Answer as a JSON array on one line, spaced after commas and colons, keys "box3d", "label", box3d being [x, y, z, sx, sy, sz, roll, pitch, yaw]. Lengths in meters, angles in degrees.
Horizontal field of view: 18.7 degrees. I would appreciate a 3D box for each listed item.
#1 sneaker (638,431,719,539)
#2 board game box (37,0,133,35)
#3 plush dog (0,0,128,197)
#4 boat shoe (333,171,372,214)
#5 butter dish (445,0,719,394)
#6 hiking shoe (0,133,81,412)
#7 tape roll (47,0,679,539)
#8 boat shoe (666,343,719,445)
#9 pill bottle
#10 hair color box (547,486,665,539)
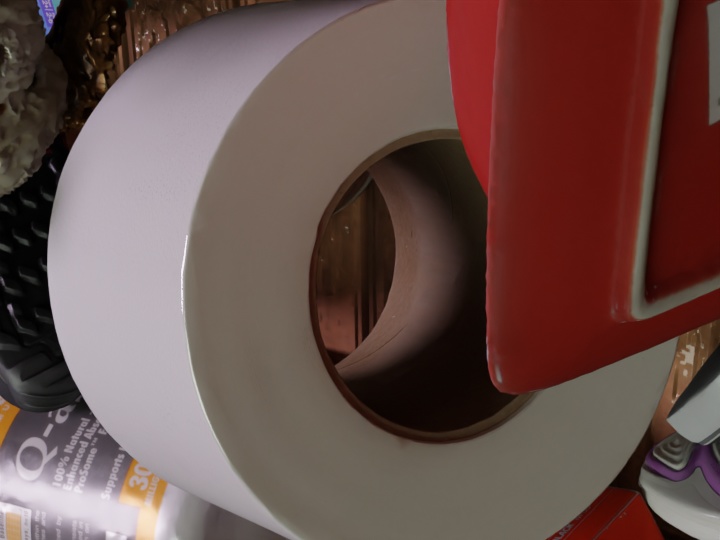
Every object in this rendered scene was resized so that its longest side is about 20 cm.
[{"box3d": [0.203, 0.115, 0.868, 0.199, 0.075, 0.100, 12, 130, 30], "label": "sneaker"}, {"box3d": [-0.207, -0.178, 0.959, 0.199, 0.045, 0.153, 9, 128, 32], "label": "board game box"}, {"box3d": [-0.181, -0.101, 0.853, 0.160, 0.200, 0.173, 1, 121, 49], "label": "plush dog"}, {"box3d": [-0.056, -0.028, 0.949, 0.076, 0.072, 0.200, 44, 139, -2], "label": "boat shoe"}, {"box3d": [0.096, -0.093, 0.671, 0.148, 0.199, 0.201, 50, 152, 40], "label": "butter dish"}, {"box3d": [-0.152, -0.010, 0.983, 0.075, 0.201, 0.101, -4, 143, -16], "label": "hiking shoe"}, {"box3d": [0.000, 0.000, 0.805, 0.204, 0.202, 0.139, 60, 160, -19], "label": "tape roll"}, {"box3d": [0.192, 0.020, 0.809, 0.066, 0.070, 0.200, 43, 132, 0], "label": "boat shoe"}, {"box3d": [-0.114, 0.099, 0.966, 0.199, 0.116, 0.117, 8, 129, 36], "label": "pill bottle"}, {"box3d": [0.064, 0.149, 0.979, 0.199, 0.064, 0.111, 2, 127, 57], "label": "hair color box"}]
